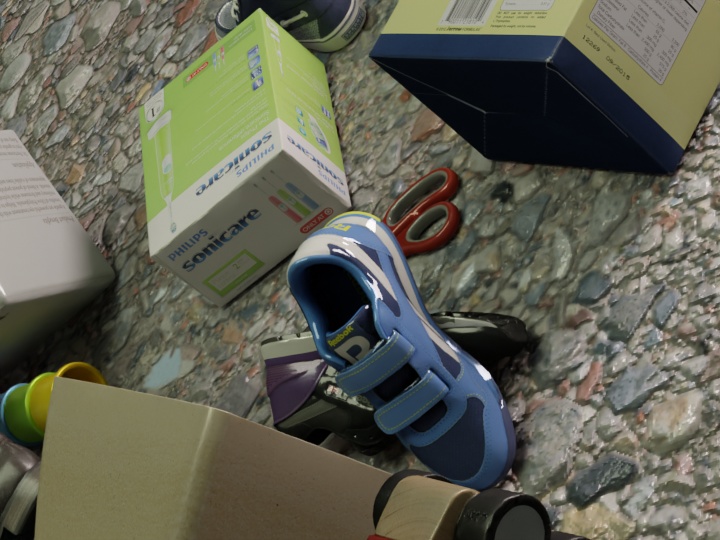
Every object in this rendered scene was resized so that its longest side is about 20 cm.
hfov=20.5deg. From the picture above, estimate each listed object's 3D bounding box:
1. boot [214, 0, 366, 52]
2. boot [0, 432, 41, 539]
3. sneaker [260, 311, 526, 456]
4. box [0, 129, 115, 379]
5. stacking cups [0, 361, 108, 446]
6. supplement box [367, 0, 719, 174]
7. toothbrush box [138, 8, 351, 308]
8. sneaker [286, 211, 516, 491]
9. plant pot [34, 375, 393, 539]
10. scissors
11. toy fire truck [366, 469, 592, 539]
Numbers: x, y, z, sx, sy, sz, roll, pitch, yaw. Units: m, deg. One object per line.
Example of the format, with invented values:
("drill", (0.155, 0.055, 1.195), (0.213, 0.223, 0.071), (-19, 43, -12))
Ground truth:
("boot", (-0.084, -0.239, 1.734), (0.200, 0.090, 0.073), (4, 62, 52))
("boot", (-0.331, 0.181, 1.566), (0.174, 0.069, 0.200), (34, 94, 21))
("sneaker", (0.027, 0.078, 1.339), (0.200, 0.076, 0.088), (-11, 81, 34))
("box", (-0.360, 0.006, 1.693), (0.200, 0.171, 0.199), (-40, -8, 19))
("stacking cups", (-0.288, 0.128, 1.676), (0.200, 0.060, 0.061), (-22, 43, 45))
("supplement box", (0.150, -0.189, 1.362), (0.200, 0.134, 0.200), (10, 67, 54))
("toothbrush box", (-0.098, -0.093, 1.617), (0.146, 0.086, 0.200), (-38, 35, 20))
("sneaker", (0.019, 0.058, 1.254), (0.074, 0.200, 0.082), (-40, -9, 26))
("plant pot", (-0.095, 0.189, 1.267), (0.200, 0.200, 0.177), (5, 75, 52))
("scissors", (0.000, 0.000, 1.479), (0.200, 0.014, 0.073), (-40, 37, 20))
("toy fire truck", (0.065, 0.227, 1.031), (0.129, 0.176, 0.200), (7, 65, 52))
